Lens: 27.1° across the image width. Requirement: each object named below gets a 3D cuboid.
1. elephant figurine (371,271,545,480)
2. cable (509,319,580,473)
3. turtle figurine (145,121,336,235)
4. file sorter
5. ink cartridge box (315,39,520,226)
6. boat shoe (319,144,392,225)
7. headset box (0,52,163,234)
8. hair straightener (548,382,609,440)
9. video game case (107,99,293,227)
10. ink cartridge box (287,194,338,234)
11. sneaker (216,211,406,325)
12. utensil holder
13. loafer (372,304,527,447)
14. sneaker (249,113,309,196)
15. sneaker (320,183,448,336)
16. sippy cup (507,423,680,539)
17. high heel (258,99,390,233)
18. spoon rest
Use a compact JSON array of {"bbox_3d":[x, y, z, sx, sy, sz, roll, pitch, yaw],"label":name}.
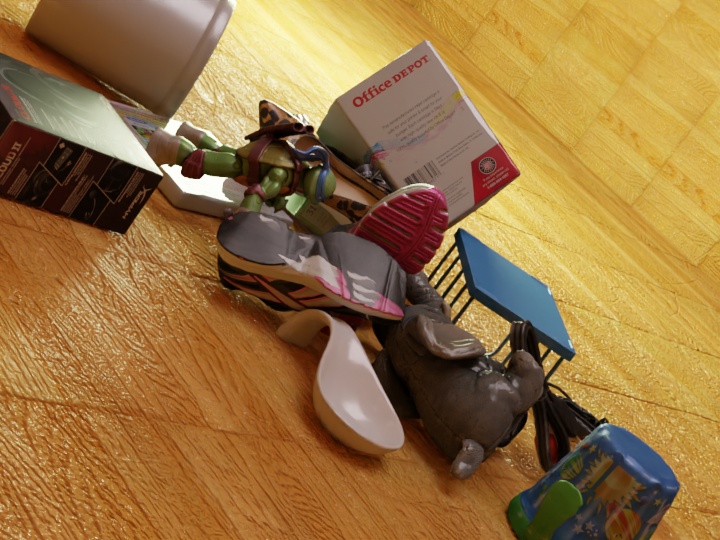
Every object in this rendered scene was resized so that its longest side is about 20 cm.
[{"bbox_3d":[0.072,0.094,1.482,0.200,0.142,0.155,42,-6,9],"label":"elephant figurine"},{"bbox_3d":[0.183,0.142,1.578,0.200,0.050,0.098,55,45,-38],"label":"cable"},{"bbox_3d":[-0.127,-0.070,1.556,0.193,0.201,0.144,23,51,14],"label":"turtle figurine"},{"bbox_3d":[0.142,0.064,1.713,0.138,0.123,0.200,33,16,-13],"label":"file sorter"},{"bbox_3d":[0.065,-0.145,1.811,0.201,0.145,0.145,56,-16,2],"label":"ink cartridge box"},{"bbox_3d":[0.000,-0.094,1.737,0.069,0.067,0.200,-8,28,-28],"label":"boat shoe"},{"bbox_3d":[-0.303,-0.127,1.386,0.199,0.077,0.149,22,22,-47],"label":"headset box"},{"bbox_3d":[0.273,0.196,1.795,0.199,0.041,0.077,35,15,9],"label":"hair straightener"},{"bbox_3d":[-0.190,-0.119,1.706,0.182,0.024,0.199,46,19,30],"label":"video game case"},{"bbox_3d":[-0.061,-0.096,1.878,0.200,0.048,0.146,39,16,-3],"label":"ink cartridge box"},{"bbox_3d":[-0.049,0.008,1.470,0.199,0.087,0.081,22,52,0],"label":"sneaker"},{"bbox_3d":[-0.274,-0.300,1.778,0.199,0.170,0.170,31,16,-14],"label":"utensil holder"},{"bbox_3d":[0.091,0.109,1.575,0.200,0.073,0.072,38,19,6],"label":"loafer"},{"bbox_3d":[-0.103,-0.151,1.815,0.079,0.074,0.200,11,16,-12],"label":"sneaker"},{"bbox_3d":[0.015,-0.024,1.523,0.081,0.200,0.088,40,30,-14],"label":"sneaker"},{"bbox_3d":[0.232,0.224,1.437,0.139,0.131,0.178,35,16,-5],"label":"sippy cup"},{"bbox_3d":[-0.022,-0.110,1.602,0.071,0.142,0.201,-46,113,-34],"label":"high heel"},{"bbox_3d":[-0.019,0.098,1.386,0.099,0.061,0.200,25,19,-37],"label":"spoon rest"}]
